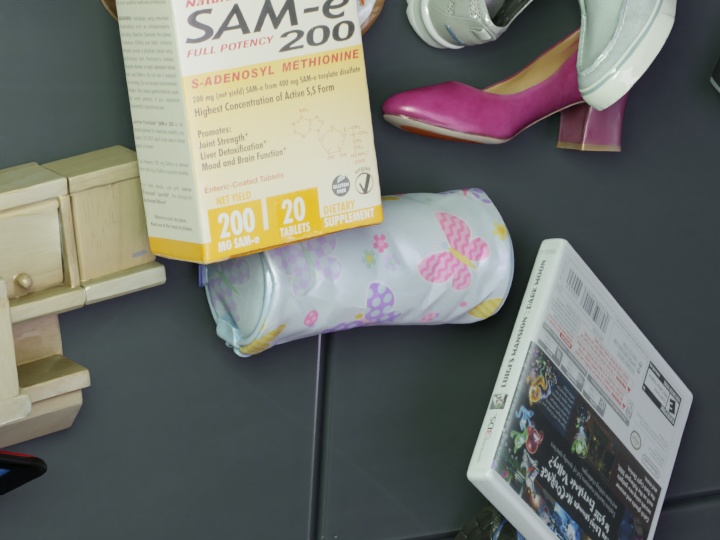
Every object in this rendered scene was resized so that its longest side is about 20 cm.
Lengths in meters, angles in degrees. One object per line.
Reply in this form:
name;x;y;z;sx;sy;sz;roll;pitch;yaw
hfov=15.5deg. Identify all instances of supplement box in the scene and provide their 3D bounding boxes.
supplement box;-0.066;-0.115;1.536;0.125;0.073;0.201;-14;102;-30

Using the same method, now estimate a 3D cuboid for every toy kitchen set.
toy kitchen set;-0.176;0.044;1.501;0.199;0.180;0.164;-16;113;-30

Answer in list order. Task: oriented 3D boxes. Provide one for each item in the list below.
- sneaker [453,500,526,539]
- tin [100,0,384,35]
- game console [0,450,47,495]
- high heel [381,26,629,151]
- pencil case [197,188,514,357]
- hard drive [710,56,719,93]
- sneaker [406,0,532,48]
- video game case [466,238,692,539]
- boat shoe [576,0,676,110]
sneaker;0.115;0.180;1.800;0.078;0.075;0.201;15;96;-39
tin;-0.068;-0.187;1.598;0.199;0.042;0.113;1;106;-34
game console;-0.301;0.161;1.486;0.199;0.118;0.173;12;96;-35
high heel;0.096;-0.129;1.712;0.199;0.067;0.097;1;95;-41
pencil case;0.000;0.000;1.665;0.199;0.083;0.091;-8;100;-33
hard drive;0.337;-0.141;1.876;0.199;0.042;0.136;25;88;-36
sneaker;0.116;-0.219;1.683;0.075;0.082;0.201;37;81;-35
video game case;0.150;0.109;1.768;0.200;0.023;0.183;47;52;-41
boat shoe;0.164;-0.192;1.704;0.071;0.070;0.202;35;52;-19
